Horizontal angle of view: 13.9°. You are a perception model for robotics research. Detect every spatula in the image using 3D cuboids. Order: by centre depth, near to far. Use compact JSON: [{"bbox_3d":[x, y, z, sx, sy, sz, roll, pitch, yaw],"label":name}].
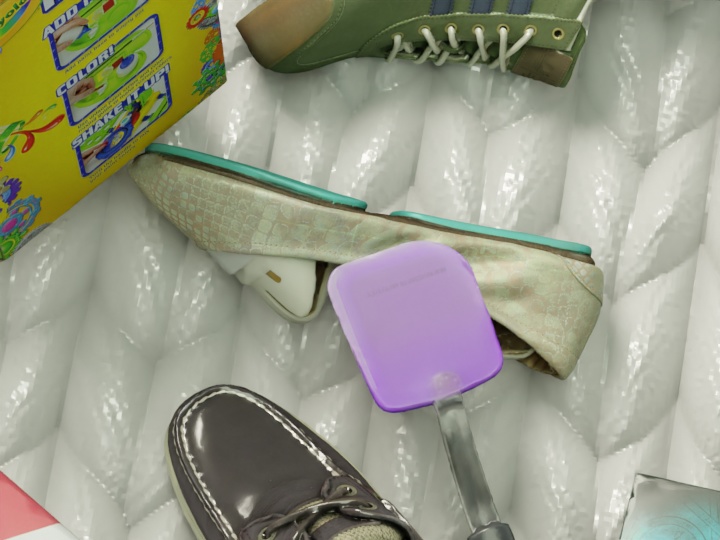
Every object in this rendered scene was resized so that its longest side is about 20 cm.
[{"bbox_3d":[0.045,0.086,1.150,0.056,0.021,0.200,-20,92,-7],"label":"spatula"}]

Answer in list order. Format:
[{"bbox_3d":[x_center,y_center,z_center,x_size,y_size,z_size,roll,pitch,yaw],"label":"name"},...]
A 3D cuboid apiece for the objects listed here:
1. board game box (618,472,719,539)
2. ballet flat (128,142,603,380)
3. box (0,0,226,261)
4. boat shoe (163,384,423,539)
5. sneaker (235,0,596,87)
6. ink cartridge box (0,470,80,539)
[{"bbox_3d":[0.186,0.164,1.128,0.200,0.028,0.136,11,71,13],"label":"board game box"},{"bbox_3d":[0.000,0.000,1.185,0.200,0.067,0.063,13,85,-4],"label":"ballet flat"},{"bbox_3d":[-0.163,-0.142,1.109,0.122,0.193,0.200,-40,73,-14],"label":"box"},{"bbox_3d":[-0.006,0.115,1.138,0.072,0.065,0.200,-30,67,-16],"label":"boat shoe"},{"bbox_3d":[0.056,-0.111,1.215,0.200,0.067,0.090,-29,90,-8],"label":"sneaker"},{"bbox_3d":[-0.179,0.173,1.077,0.145,0.145,0.200,42,75,2],"label":"ink cartridge box"}]
